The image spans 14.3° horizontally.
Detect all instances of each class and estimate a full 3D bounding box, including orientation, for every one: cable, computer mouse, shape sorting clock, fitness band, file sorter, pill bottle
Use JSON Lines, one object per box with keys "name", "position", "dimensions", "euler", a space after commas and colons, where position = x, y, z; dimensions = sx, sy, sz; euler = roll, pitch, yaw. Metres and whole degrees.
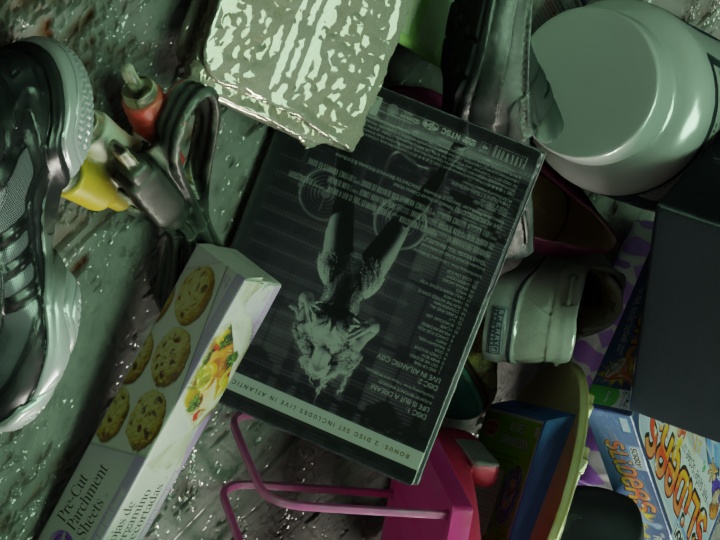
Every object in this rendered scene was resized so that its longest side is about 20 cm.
{"name": "cable", "position": [-0.104, -0.042, 1.544], "dimensions": [0.097, 0.050, 0.200], "euler": [-47, 152, -10]}
{"name": "computer mouse", "position": [0.100, 0.191, 1.832], "dimensions": [0.053, 0.200, 0.139], "euler": [33, 52, -21]}
{"name": "shape sorting clock", "position": [0.095, 0.150, 1.764], "dimensions": [0.039, 0.200, 0.201], "euler": [18, 98, -12]}
{"name": "fitness band", "position": [0.044, 0.171, 1.761], "dimensions": [0.037, 0.200, 0.144], "euler": [9, 97, -11]}
{"name": "file sorter", "position": [-0.024, 0.196, 1.684], "dimensions": [0.125, 0.139, 0.201], "euler": [5, 110, -14]}
{"name": "pill bottle", "position": [0.166, -0.102, 1.756], "dimensions": [0.200, 0.119, 0.120], "euler": [12, 101, -67]}

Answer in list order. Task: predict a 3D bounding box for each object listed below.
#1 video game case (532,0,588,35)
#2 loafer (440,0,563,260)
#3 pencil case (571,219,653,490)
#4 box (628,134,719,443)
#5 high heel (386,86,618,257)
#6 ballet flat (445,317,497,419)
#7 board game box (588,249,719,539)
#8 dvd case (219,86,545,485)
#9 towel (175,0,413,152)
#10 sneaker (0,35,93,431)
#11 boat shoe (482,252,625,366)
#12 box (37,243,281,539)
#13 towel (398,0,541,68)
{"name": "video game case", "position": [0.102, -0.225, 1.714], "dimensions": [0.183, 0.023, 0.200], "euler": [-55, 143, -15]}
{"name": "loafer", "position": [0.081, -0.095, 1.636], "dimensions": [0.070, 0.068, 0.201], "euler": [0, 119, -12]}
{"name": "pencil case", "position": [0.184, 0.062, 1.941], "dimensions": [0.201, 0.085, 0.084], "euler": [-63, -174, 0]}
{"name": "box", "position": [0.255, -0.005, 1.740], "dimensions": [0.200, 0.107, 0.149], "euler": [-43, 146, -50]}
{"name": "high heel", "position": [0.078, -0.058, 1.716], "dimensions": [0.200, 0.096, 0.068], "euler": [20, 90, -56]}
{"name": "ballet flat", "position": [0.039, 0.015, 1.749], "dimensions": [0.071, 0.071, 0.200], "euler": [-52, 143, -18]}
{"name": "board game box", "position": [0.200, 0.095, 1.850], "dimensions": [0.136, 0.034, 0.200], "euler": [-64, 149, -30]}
{"name": "dvd case", "position": [0.000, 0.000, 1.611], "dimensions": [0.016, 0.148, 0.201], "euler": [-2, 113, -77]}
{"name": "towel", "position": [-0.018, -0.171, 1.552], "dimensions": [0.132, 0.034, 0.201], "euler": [24, 90, -42]}
{"name": "sneaker", "position": [-0.196, -0.014, 1.405], "dimensions": [0.114, 0.075, 0.201], "euler": [-8, 111, -50]}
{"name": "boat shoe", "position": [0.132, 0.017, 1.807], "dimensions": [0.200, 0.069, 0.071], "euler": [-36, 135, -70]}
{"name": "box", "position": [-0.111, 0.080, 1.571], "dimensions": [0.039, 0.041, 0.201], "euler": [9, 114, -57]}
{"name": "towel", "position": [0.087, -0.208, 1.660], "dimensions": [0.149, 0.031, 0.201], "euler": [24, 90, -54]}
